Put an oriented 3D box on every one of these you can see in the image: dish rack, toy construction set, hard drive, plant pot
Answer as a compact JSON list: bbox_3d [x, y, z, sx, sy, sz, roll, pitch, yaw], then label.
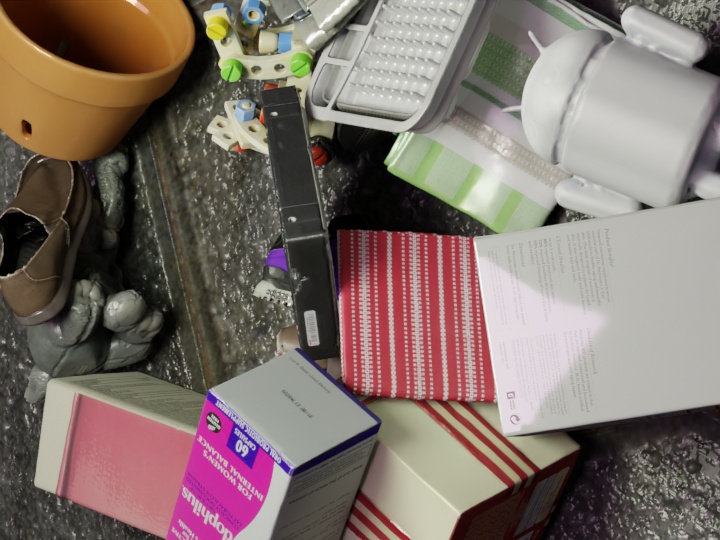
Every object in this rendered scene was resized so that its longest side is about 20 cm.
[{"bbox_3d":[0.042,-0.188,1.614,0.200,0.043,0.172,17,81,60],"label":"dish rack"},{"bbox_3d":[-0.081,-0.158,1.759,0.200,0.131,0.092,104,175,-57],"label":"toy construction set"},{"bbox_3d":[-0.050,-0.041,1.642,0.200,0.038,0.140,-103,5,-48],"label":"hard drive"},{"bbox_3d":[-0.275,-0.201,1.883,0.200,0.200,0.140,51,134,25],"label":"plant pot"}]

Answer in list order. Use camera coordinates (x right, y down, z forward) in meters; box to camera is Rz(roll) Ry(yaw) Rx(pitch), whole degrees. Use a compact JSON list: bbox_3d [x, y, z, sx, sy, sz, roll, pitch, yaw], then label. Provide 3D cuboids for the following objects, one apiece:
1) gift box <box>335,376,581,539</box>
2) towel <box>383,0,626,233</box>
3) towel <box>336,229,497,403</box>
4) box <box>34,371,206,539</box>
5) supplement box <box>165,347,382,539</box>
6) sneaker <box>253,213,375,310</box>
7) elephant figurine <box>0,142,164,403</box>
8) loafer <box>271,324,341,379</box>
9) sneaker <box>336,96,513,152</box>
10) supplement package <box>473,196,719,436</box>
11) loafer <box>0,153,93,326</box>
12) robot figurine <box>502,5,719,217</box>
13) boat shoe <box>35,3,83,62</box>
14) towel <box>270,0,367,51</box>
[{"bbox_3d":[0.053,0.171,1.641,0.187,0.200,0.185,40,126,26],"label":"gift box"},{"bbox_3d":[0.127,-0.135,1.625,0.149,0.031,0.200,30,105,0],"label":"towel"},{"bbox_3d":[0.077,0.039,1.604,0.022,0.200,0.145,127,144,-62],"label":"towel"},{"bbox_3d":[-0.188,0.173,1.845,0.200,0.128,0.109,15,100,36],"label":"box"},{"bbox_3d":[-0.074,0.178,1.559,0.101,0.103,0.200,39,132,27],"label":"supplement box"},{"bbox_3d":[0.000,0.000,1.745,0.200,0.070,0.100,14,83,30],"label":"sneaker"},{"bbox_3d":[-0.278,-0.002,1.928,0.142,0.155,0.200,106,145,-53],"label":"elephant figurine"},{"bbox_3d":[-0.059,0.104,1.732,0.200,0.071,0.073,107,171,-48],"label":"loafer"},{"bbox_3d":[0.063,-0.138,1.695,0.200,0.078,0.091,-29,77,35],"label":"sneaker"},{"bbox_3d":[0.203,0.039,1.499,0.200,0.151,0.152,-9,84,11],"label":"supplement package"},{"bbox_3d":[-0.300,-0.045,1.847,0.073,0.071,0.200,-17,47,16],"label":"loafer"},{"bbox_3d":[0.211,-0.118,1.540,0.200,0.113,0.170,25,104,14],"label":"robot figurine"},{"bbox_3d":[-0.298,-0.283,1.967,0.060,0.072,0.202,-125,44,-56],"label":"boat shoe"},{"bbox_3d":[-0.025,-0.314,1.662,0.200,0.035,0.193,-43,63,28],"label":"towel"}]
